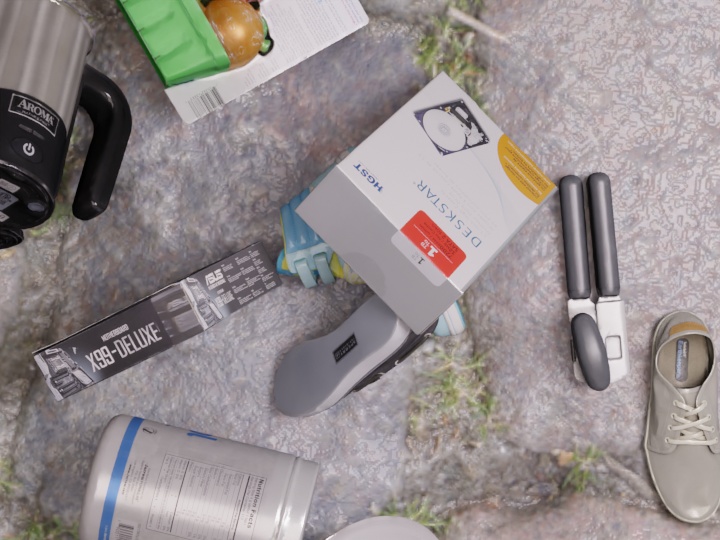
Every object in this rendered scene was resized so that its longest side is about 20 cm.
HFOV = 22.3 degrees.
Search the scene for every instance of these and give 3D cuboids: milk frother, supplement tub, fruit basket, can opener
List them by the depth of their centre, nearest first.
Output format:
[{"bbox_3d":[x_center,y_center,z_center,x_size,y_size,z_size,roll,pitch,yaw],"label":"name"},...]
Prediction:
[{"bbox_3d":[-0.332,-0.122,1.673,0.200,0.181,0.188,-10,55,30],"label":"milk frother"},{"bbox_3d":[-0.148,0.215,1.679,0.200,0.132,0.132,13,93,0],"label":"supplement tub"},{"bbox_3d":[-0.122,-0.260,1.687,0.200,0.094,0.185,-31,92,-13],"label":"fruit basket"},{"bbox_3d":[0.217,0.010,1.689,0.053,0.067,0.200,-5,93,1],"label":"can opener"}]

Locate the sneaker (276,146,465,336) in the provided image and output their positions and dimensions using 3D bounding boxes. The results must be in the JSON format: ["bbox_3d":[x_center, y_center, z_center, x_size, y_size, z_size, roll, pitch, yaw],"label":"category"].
[{"bbox_3d":[0.000,0.000,1.691,0.131,0.080,0.200,-34,82,1],"label":"sneaker"}]

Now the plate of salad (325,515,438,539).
[{"bbox_3d":[-0.001,0.318,1.692,0.200,0.048,0.200,-11,110,-31],"label":"plate of salad"}]

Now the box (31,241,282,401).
[{"bbox_3d":[-0.175,0.042,1.618,0.158,0.200,0.050,-26,92,21],"label":"box"}]

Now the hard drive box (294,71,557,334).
[{"bbox_3d":[0.062,-0.063,1.624,0.156,0.200,0.077,45,134,-1],"label":"hard drive box"}]

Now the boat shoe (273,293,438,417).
[{"bbox_3d":[-0.002,0.078,1.675,0.200,0.066,0.070,-43,54,39],"label":"boat shoe"}]

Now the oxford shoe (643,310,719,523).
[{"bbox_3d":[0.303,0.138,1.699,0.075,0.058,0.200,-3,95,-1],"label":"oxford shoe"}]
